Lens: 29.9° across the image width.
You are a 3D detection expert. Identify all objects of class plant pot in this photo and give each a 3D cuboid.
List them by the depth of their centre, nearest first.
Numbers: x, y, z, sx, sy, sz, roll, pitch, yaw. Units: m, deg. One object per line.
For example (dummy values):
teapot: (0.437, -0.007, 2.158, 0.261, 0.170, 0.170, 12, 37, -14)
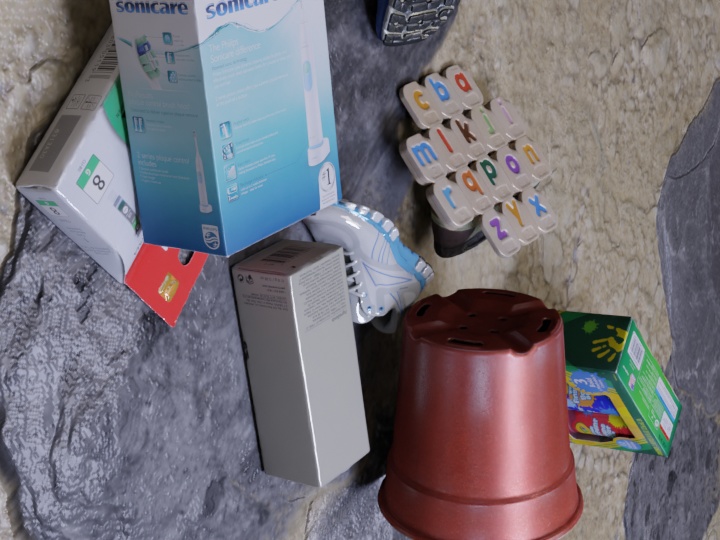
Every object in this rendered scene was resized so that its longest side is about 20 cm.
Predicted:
plant pot: (0.115, 0.133, 1.280, 0.201, 0.200, 0.196, -29, 125, -49)

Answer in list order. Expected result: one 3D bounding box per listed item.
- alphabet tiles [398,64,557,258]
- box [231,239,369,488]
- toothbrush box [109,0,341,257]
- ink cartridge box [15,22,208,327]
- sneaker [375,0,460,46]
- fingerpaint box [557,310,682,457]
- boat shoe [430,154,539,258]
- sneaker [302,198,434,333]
alphabet tiles: (0.117, -0.110, 1.345, 0.200, 0.015, 0.196, -30, 87, -49)
box: (-0.050, 0.080, 1.171, 0.082, 0.068, 0.200, -28, 119, -49)
toothbrush box: (-0.094, -0.129, 0.981, 0.146, 0.085, 0.200, -32, 124, -49)
ink cartridge box: (-0.150, -0.071, 1.023, 0.200, 0.050, 0.161, 49, 57, -44)
sneaker: (0.048, -0.302, 1.234, 0.078, 0.089, 0.200, -7, 124, -34)
fingerpaint box: (0.248, 0.126, 1.516, 0.200, 0.167, 0.073, 52, 52, -46)
boat shoe: (0.127, -0.072, 1.404, 0.201, 0.072, 0.066, -36, 147, -51)
sneaker: (0.000, 0.000, 1.229, 0.200, 0.075, 0.087, 41, 68, -49)
